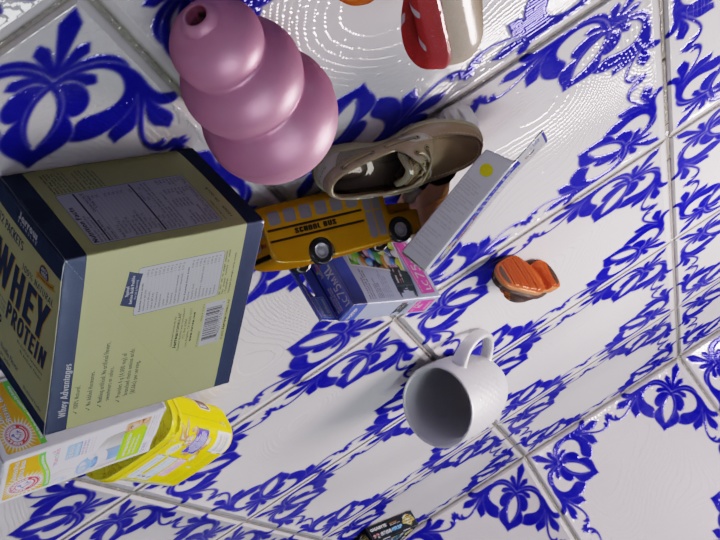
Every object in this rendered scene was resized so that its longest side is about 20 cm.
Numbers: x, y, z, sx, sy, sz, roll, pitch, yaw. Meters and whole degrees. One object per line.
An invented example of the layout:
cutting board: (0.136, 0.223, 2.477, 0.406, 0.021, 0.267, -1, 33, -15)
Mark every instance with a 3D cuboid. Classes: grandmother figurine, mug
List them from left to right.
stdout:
grandmother figurine: (0.091, -0.119, 1.380, 0.121, 0.060, 0.200, -49, 168, -38)
mug: (0.188, 0.199, 2.056, 0.175, 0.147, 0.201, -14, 122, -53)

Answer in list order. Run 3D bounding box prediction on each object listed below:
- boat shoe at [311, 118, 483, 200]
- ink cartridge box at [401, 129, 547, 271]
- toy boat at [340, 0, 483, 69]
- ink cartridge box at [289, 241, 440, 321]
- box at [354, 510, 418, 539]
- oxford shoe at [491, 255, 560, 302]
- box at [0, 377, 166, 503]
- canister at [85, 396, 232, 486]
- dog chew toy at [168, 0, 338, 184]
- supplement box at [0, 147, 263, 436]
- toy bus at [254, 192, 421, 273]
boat shoe: (0.049, -0.115, 1.261, 0.199, 0.065, 0.073, -12, 120, -16)
ink cartridge box: (0.135, -0.090, 1.340, 0.200, 0.047, 0.198, -52, 174, 8)
toy boat: (0.036, -0.254, 0.983, 0.130, 0.131, 0.200, -3, 159, 10)
ink cartridge box: (0.000, 0.000, 1.415, 0.199, 0.120, 0.042, -6, 148, -46)
box: (0.039, 0.706, 2.992, 0.158, 0.046, 0.200, -12, 150, -40)
oxford shoe: (0.253, 0.026, 1.857, 0.073, 0.072, 0.200, -37, 158, 25)
box: (-0.347, 0.176, 1.355, 0.199, 0.102, 0.113, -16, 152, -33)
canister: (-0.276, 0.230, 1.578, 0.148, 0.087, 0.200, -35, 159, 7)
dog chew toy: (-0.097, -0.158, 0.983, 0.124, 0.125, 0.200, -33, 150, 4)
supplement box: (-0.222, 0.015, 1.077, 0.199, 0.134, 0.201, -13, 132, -37)
toy bus: (-0.032, -0.049, 1.311, 0.199, 0.079, 0.065, -16, 178, -30)
